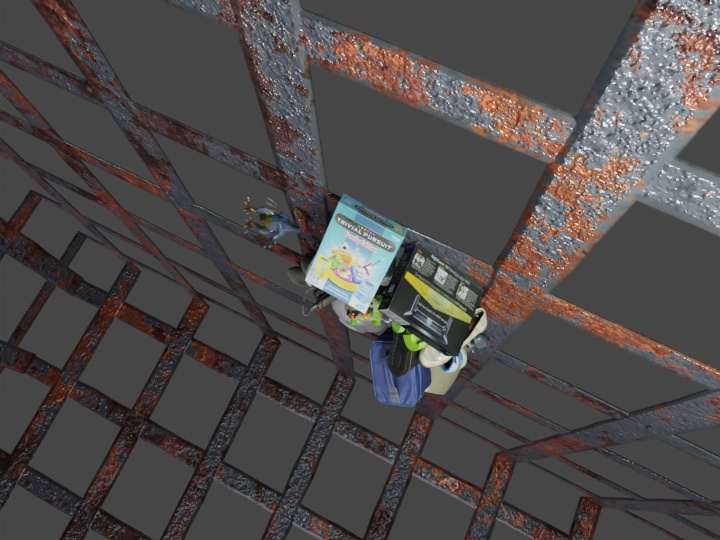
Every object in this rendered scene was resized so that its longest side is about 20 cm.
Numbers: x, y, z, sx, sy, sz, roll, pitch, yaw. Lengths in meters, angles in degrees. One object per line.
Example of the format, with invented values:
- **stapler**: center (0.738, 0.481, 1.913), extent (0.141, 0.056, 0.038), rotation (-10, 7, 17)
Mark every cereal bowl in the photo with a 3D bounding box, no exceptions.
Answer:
- **cereal bowl**: center (-0.007, 0.132, 1.828), extent (0.195, 0.085, 0.201), rotation (24, 163, 8)

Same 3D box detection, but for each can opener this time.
- **can opener**: center (0.276, 0.149, 1.528), extent (0.065, 0.055, 0.201), rotation (-15, 145, 16)

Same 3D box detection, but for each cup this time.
- **cup**: center (0.200, 0.269, 1.697), extent (0.193, 0.148, 0.200), rotation (9, 173, 1)

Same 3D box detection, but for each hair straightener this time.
- **hair straightener**: center (-0.059, 0.043, 1.397), extent (0.077, 0.197, 0.042), rotation (36, 151, 45)

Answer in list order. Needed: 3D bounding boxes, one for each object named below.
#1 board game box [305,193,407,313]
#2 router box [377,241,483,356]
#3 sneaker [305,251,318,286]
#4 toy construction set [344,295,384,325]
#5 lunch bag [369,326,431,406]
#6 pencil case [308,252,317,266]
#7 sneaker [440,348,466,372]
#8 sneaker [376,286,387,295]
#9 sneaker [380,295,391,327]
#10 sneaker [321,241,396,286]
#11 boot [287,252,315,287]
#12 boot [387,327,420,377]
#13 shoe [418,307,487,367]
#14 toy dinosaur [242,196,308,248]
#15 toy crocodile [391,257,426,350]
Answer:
- **board game box**: center (-0.012, -0.031, 1.235), extent (0.148, 0.047, 0.203), rotation (27, 121, 0)
- **router box**: center (0.151, 0.063, 1.266), extent (0.198, 0.160, 0.052), rotation (34, 161, -20)
- **sneaker**: center (-0.048, -0.012, 1.326), extent (0.099, 0.070, 0.201), rotation (44, 124, 11)
- **toy construction set**: center (0.036, 0.081, 1.436), extent (0.128, 0.095, 0.200), rotation (9, 151, -29)
- **lunch bag**: center (0.104, 0.246, 1.570), extent (0.132, 0.207, 0.132), rotation (-1, -164, 26)
- **pencil case**: center (-0.049, 0.019, 1.559), extent (0.199, 0.090, 0.077), rotation (42, 175, -38)
- **sneaker**: center (0.195, 0.171, 1.532), extent (0.074, 0.082, 0.202), rotation (-42, 79, 34)
- **sneaker**: center (0.000, 0.000, 1.493), extent (0.198, 0.074, 0.080), rotation (29, -156, -36)
- **sneaker**: center (0.092, 0.116, 1.652), extent (0.198, 0.077, 0.113), rotation (33, 161, -31)
- **sneaker**: center (0.000, -0.045, 1.372), extent (0.195, 0.079, 0.088), rotation (21, 144, 14)
- **boot**: center (-0.151, 0.003, 1.733), extent (0.198, 0.074, 0.182), rotation (17, 159, 52)
- **boot**: center (0.142, 0.144, 1.432), extent (0.136, 0.205, 0.077), rotation (-12, -141, -46)
- **shoe**: center (0.215, 0.151, 1.388), extent (0.070, 0.197, 0.054), rotation (50, 162, 22)
- **toy dinosaur**: center (-0.199, -0.129, 1.465), extent (0.176, 0.109, 0.200), rotation (10, -163, 11)
- **toy crocodile**: center (0.108, 0.072, 1.310), extent (0.066, 0.207, 0.061), rotation (1, 173, -29)
